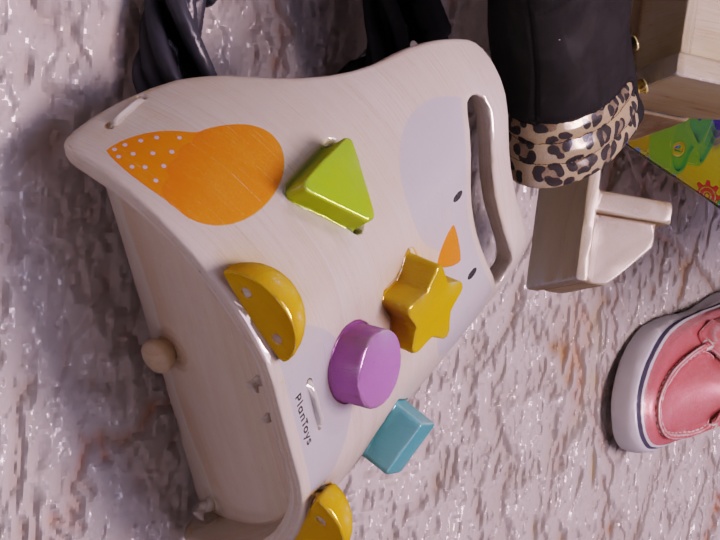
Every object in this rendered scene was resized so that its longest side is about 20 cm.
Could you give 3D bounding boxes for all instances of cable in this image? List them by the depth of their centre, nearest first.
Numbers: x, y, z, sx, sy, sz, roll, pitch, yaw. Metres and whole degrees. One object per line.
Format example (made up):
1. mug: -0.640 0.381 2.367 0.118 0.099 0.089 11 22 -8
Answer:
1. cable: -0.026 -0.110 0.892 0.200 0.051 0.164 -37 124 -49

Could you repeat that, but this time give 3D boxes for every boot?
1. boot: 0.096 -0.142 0.925 0.200 0.073 0.151 -64 154 -54

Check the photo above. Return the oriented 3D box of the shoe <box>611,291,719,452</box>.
1. shoe: 0.228 0.059 1.274 0.200 0.091 0.072 -26 115 -54

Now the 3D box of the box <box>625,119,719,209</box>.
1. box: 0.270 -0.089 1.194 0.192 0.200 0.122 -15 136 -56

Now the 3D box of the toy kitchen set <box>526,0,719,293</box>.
1. toy kitchen set: 0.188 -0.059 1.042 0.179 0.200 0.164 11 83 -15

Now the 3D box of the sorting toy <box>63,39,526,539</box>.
1. sorting toy: 0.000 0.000 0.848 0.180 0.107 0.201 -39 133 -33
